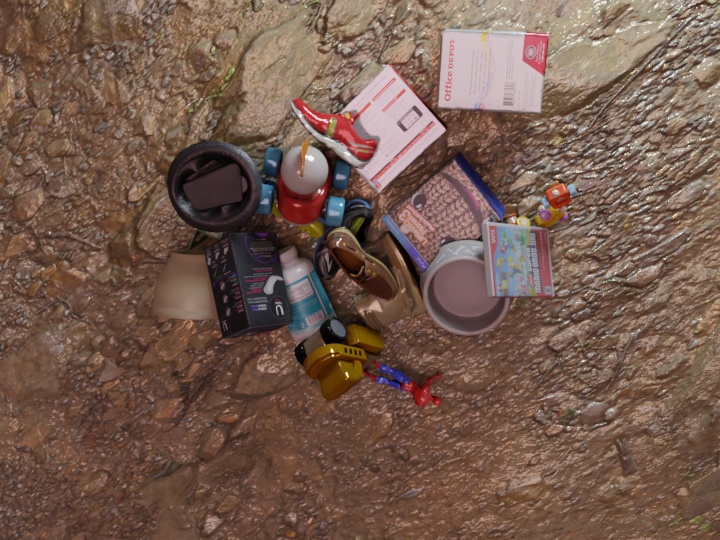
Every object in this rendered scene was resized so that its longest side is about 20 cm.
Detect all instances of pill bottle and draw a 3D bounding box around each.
[{"bbox_3d":[-0.136,0.049,1.680,0.110,0.111,0.202,-20,103,15],"label":"pill bottle"}]

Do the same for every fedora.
[{"bbox_3d":[-0.285,-0.175,1.530,0.198,0.092,0.203,3,107,9],"label":"fedora"}]

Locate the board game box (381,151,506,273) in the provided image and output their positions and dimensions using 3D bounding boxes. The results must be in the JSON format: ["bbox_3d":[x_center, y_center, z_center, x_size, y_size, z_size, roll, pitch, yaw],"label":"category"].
[{"bbox_3d":[0.173,-0.116,1.569,0.200,0.097,0.160,-39,93,23],"label":"board game box"}]

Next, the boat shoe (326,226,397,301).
[{"bbox_3d":[0.000,-0.001,1.579,0.072,0.068,0.200,-35,112,24],"label":"boat shoe"}]

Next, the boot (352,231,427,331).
[{"bbox_3d":[0.048,0.028,1.666,0.154,0.073,0.201,-22,107,16],"label":"boot"}]

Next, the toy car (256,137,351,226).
[{"bbox_3d":[-0.110,-0.205,1.523,0.182,0.178,0.200,10,154,-3],"label":"toy car"}]

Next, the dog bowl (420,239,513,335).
[{"bbox_3d":[0.215,0.042,1.531,0.198,0.059,0.202,5,116,11],"label":"dog bowl"}]

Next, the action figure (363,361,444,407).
[{"bbox_3d":[0.109,0.249,1.736,0.199,0.099,0.066,27,114,24],"label":"action figure"}]

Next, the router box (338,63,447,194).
[{"bbox_3d":[0.050,-0.293,1.572,0.200,0.049,0.180,-41,97,18],"label":"router box"}]

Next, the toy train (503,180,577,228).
[{"bbox_3d":[0.348,-0.122,1.545,0.199,0.150,0.056,-28,65,21],"label":"toy train"}]

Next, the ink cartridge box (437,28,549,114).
[{"bbox_3d":[0.251,-0.386,1.458,0.198,0.145,0.147,5,109,7],"label":"ink cartridge box"}]

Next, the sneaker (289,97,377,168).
[{"bbox_3d":[-0.052,-0.293,1.533,0.199,0.077,0.085,36,99,-10],"label":"sneaker"}]

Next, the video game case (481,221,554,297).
[{"bbox_3d":[0.314,-0.018,1.498,0.017,0.199,0.145,-10,81,48],"label":"video game case"}]

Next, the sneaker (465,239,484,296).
[{"bbox_3d":[0.228,0.030,1.610,0.078,0.090,0.201,20,133,2],"label":"sneaker"}]

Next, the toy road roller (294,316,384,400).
[{"bbox_3d":[-0.036,0.203,1.630,0.199,0.147,0.123,18,131,-45],"label":"toy road roller"}]

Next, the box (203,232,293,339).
[{"bbox_3d":[-0.236,0.031,1.592,0.106,0.122,0.202,-23,76,43],"label":"box"}]

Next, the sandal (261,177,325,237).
[{"bbox_3d":[-0.149,-0.153,1.646,0.199,0.080,0.087,31,73,6],"label":"sandal"}]

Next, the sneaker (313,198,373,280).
[{"bbox_3d":[-0.037,-0.061,1.637,0.070,0.083,0.200,20,114,-33],"label":"sneaker"}]

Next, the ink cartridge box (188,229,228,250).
[{"bbox_3d":[-0.302,-0.130,1.652,0.059,0.104,0.201,25,110,1],"label":"ink cartridge box"}]

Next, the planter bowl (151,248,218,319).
[{"bbox_3d":[-0.359,0.023,1.671,0.198,0.200,0.136,2,97,8],"label":"planter bowl"}]
